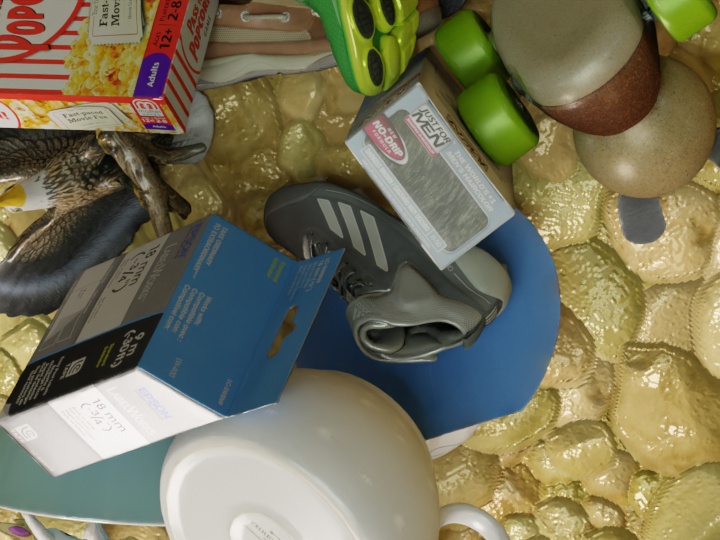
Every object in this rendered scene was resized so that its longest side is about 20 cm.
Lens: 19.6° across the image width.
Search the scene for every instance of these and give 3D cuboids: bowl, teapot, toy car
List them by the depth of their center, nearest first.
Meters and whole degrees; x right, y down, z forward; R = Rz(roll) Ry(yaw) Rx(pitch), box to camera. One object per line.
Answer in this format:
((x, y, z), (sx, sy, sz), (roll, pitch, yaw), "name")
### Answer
((-0.019, 0.139, 1.341), (0.196, 0.146, 0.201), (-2, 118, 38), "teapot")
((0.174, -0.109, 1.344), (0.164, 0.158, 0.200), (-34, 124, 15), "toy car")
((-0.172, 0.114, 1.475), (0.199, 0.201, 0.106), (5, 92, 13), "bowl")

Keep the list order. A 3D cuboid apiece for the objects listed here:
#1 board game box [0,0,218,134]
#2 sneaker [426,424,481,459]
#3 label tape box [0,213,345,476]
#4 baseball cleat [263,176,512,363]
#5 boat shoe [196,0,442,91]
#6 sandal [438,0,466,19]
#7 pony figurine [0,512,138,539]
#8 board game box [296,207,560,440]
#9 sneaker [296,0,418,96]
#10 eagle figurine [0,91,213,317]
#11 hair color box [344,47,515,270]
((-0.196, -0.168, 1.384), (0.198, 0.153, 0.046), (2, 153, 19), "board game box")
((0.017, 0.126, 1.472), (0.200, 0.087, 0.075), (-38, 96, 22), "sneaker")
((-0.121, 0.039, 1.323), (0.199, 0.145, 0.063), (-21, 122, 36), "label tape box")
((0.000, 0.000, 1.394), (0.199, 0.107, 0.070), (16, 138, 31), "baseball cleat")
((-0.043, -0.168, 1.384), (0.198, 0.076, 0.072), (-7, 99, 24), "boat shoe")
((-0.002, -0.249, 1.374), (0.076, 0.043, 0.200), (-31, 109, 29), "sandal")
((-0.164, 0.238, 1.502), (0.198, 0.168, 0.194), (7, 139, -3), "pony figurine")
((0.052, 0.044, 1.432), (0.199, 0.039, 0.159), (-19, 64, 21), "board game box")
((-0.027, -0.200, 1.323), (0.083, 0.074, 0.201), (-31, 79, 42), "sneaker")
((-0.209, -0.061, 1.460), (0.199, 0.150, 0.153), (-16, 62, 48), "eagle figurine")
((0.047, -0.076, 1.327), (0.060, 0.200, 0.099), (-37, 97, 10), "hair color box")
